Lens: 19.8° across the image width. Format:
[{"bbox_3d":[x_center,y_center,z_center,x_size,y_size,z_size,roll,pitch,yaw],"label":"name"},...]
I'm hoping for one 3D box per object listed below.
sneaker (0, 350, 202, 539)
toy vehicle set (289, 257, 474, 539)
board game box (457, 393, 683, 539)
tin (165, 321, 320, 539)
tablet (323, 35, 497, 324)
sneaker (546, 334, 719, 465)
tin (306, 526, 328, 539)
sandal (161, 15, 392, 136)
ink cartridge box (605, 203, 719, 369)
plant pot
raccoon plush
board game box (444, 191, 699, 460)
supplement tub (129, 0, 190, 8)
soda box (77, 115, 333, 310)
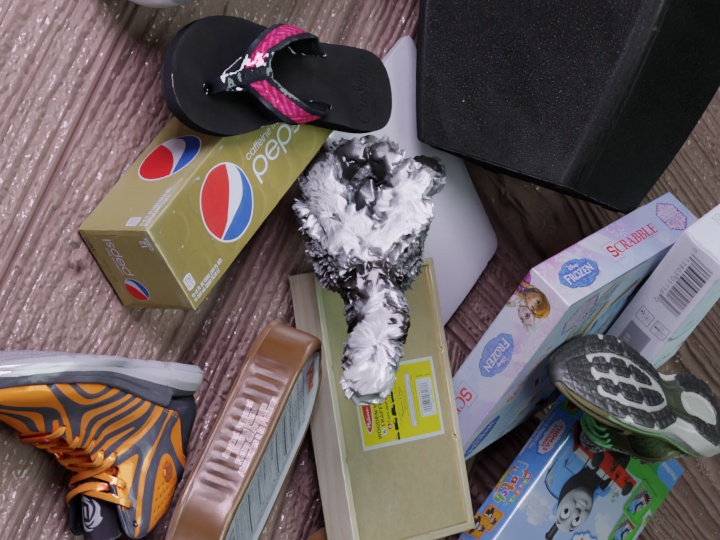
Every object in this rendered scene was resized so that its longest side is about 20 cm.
[{"bbox_3d":[-0.165,0.106,1.227,0.199,0.077,0.113,10,83,-52],"label":"sneaker"},{"bbox_3d":[0.017,0.096,1.462,0.124,0.026,0.202,-6,86,-45],"label":"toy vehicle set"},{"bbox_3d":[0.160,0.198,1.633,0.201,0.036,0.151,-53,134,-8],"label":"board game box"},{"bbox_3d":[-0.074,0.127,1.332,0.112,0.042,0.201,98,14,-61],"label":"tin"},{"bbox_3d":[0.041,-0.058,1.536,0.130,0.014,0.201,-52,130,-37],"label":"tablet"},{"bbox_3d":[0.193,0.113,1.545,0.199,0.088,0.077,26,40,-42],"label":"sneaker"},{"bbox_3d":[0.011,0.260,1.495,0.200,0.042,0.113,46,53,-42],"label":"tin"},{"bbox_3d":[-0.043,-0.123,1.298,0.199,0.045,0.076,-1,85,-45],"label":"sandal"},{"bbox_3d":[0.282,-0.006,1.603,0.199,0.047,0.161,-30,160,-41],"label":"ink cartridge box"},{"bbox_3d":[0.151,-0.150,1.519,0.199,0.199,0.179,14,95,-64],"label":"plant pot"},{"bbox_3d":[0.000,0.000,1.393,0.134,0.096,0.202,76,27,-74],"label":"raccoon plush"},{"bbox_3d":[0.147,0.047,1.555,0.199,0.041,0.201,-27,156,-49],"label":"board game box"},{"bbox_3d":[-0.077,-0.244,1.287,0.199,0.122,0.124,-28,113,-47],"label":"supplement tub"},{"bbox_3d":[-0.091,-0.066,1.324,0.200,0.064,0.068,-55,130,-35],"label":"soda box"}]
